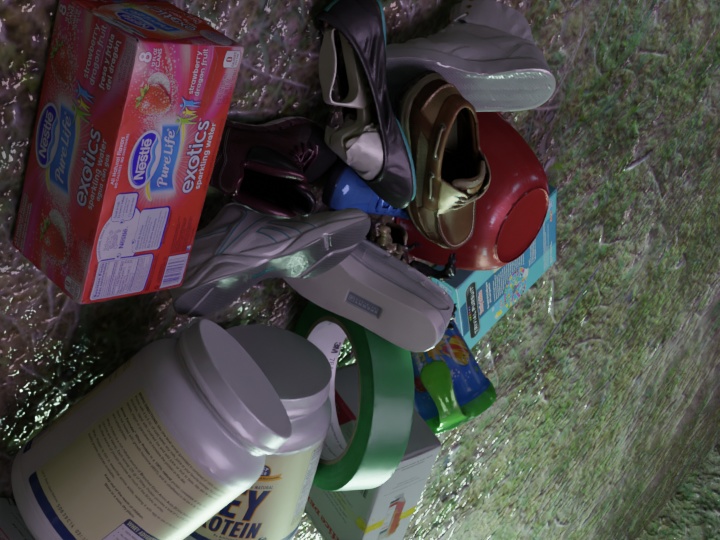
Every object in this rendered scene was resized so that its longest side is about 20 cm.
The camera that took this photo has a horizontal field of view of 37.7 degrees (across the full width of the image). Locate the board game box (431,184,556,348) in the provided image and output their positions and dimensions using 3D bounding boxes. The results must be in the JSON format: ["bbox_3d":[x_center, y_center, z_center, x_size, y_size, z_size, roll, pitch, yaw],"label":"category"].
[{"bbox_3d":[0.179,-0.007,1.384,0.200,0.047,0.152,-43,147,-21],"label":"board game box"}]

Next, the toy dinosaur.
[{"bbox_3d":[0.055,0.021,1.086,0.048,0.087,0.201,-68,155,-47],"label":"toy dinosaur"}]

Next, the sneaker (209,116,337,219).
[{"bbox_3d":[-0.063,-0.079,0.907,0.199,0.115,0.076,-8,125,-52],"label":"sneaker"}]

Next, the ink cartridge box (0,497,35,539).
[{"bbox_3d":[-0.292,0.255,0.900,0.068,0.116,0.200,-57,148,4],"label":"ink cartridge box"}]

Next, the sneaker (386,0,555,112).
[{"bbox_3d":[0.081,-0.212,1.030,0.198,0.116,0.074,0,141,-13],"label":"sneaker"}]

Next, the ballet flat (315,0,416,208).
[{"bbox_3d":[-0.003,-0.144,0.944,0.068,0.068,0.202,-24,110,-32],"label":"ballet flat"}]

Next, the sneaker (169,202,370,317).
[{"bbox_3d":[-0.083,-0.029,0.923,0.199,0.081,0.071,-18,152,-26],"label":"sneaker"}]

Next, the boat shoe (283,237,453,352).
[{"bbox_3d":[0.000,0.000,1.011,0.069,0.199,0.072,-50,162,-50],"label":"boat shoe"}]

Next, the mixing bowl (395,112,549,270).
[{"bbox_3d":[0.146,-0.077,1.214,0.200,0.108,0.201,-35,143,-32],"label":"mixing bowl"}]

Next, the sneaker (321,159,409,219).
[{"bbox_3d":[0.037,-0.083,1.057,0.200,0.078,0.066,-15,137,-59],"label":"sneaker"}]

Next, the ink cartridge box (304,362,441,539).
[{"bbox_3d":[0.000,0.227,1.230,0.083,0.145,0.201,-15,139,-33],"label":"ink cartridge box"}]

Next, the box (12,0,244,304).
[{"bbox_3d":[-0.171,-0.088,0.765,0.099,0.095,0.201,-12,128,-50],"label":"box"}]

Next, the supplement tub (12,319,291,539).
[{"bbox_3d":[-0.172,0.151,0.884,0.199,0.145,0.145,-38,150,5],"label":"supplement tub"}]

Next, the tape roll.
[{"bbox_3d":[-0.015,0.122,1.081,0.048,0.201,0.202,4,119,-29],"label":"tape roll"}]

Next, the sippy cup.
[{"bbox_3d":[0.078,0.114,1.256,0.139,0.177,0.131,-27,98,-37],"label":"sippy cup"}]

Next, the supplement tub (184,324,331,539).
[{"bbox_3d":[-0.110,0.171,1.049,0.144,0.145,0.201,-17,132,-47],"label":"supplement tub"}]

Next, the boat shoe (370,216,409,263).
[{"bbox_3d":[0.031,-0.012,1.145,0.075,0.074,0.202,-57,149,-1],"label":"boat shoe"}]

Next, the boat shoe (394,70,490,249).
[{"bbox_3d":[0.083,-0.092,1.000,0.076,0.074,0.201,-39,140,-19],"label":"boat shoe"}]
